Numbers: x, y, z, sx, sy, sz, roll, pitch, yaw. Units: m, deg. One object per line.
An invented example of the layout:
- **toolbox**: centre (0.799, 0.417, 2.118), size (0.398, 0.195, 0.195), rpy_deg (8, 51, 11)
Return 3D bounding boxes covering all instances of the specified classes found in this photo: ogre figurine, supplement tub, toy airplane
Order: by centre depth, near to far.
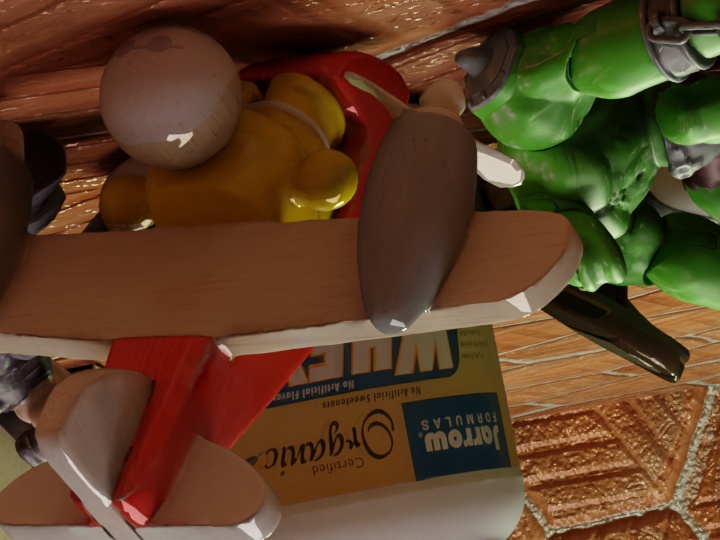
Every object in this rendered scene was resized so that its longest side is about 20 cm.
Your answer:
- **toy airplane**: centre (-0.052, -0.005, 0.933), size (0.199, 0.142, 0.199), rpy_deg (-23, -152, -9)
- **ogre figurine**: centre (0.108, -0.039, 1.067), size (0.119, 0.099, 0.200), rpy_deg (-3, 168, 17)
- **supplement tub**: centre (-0.016, 0.047, 1.154), size (0.144, 0.201, 0.145), rpy_deg (-11, 173, -1)

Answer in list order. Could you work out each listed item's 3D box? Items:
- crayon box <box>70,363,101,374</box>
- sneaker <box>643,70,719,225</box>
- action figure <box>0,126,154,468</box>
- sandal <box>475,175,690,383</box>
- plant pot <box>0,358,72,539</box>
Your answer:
- **crayon box**: centre (-0.169, 0.131, 1.928), size (0.050, 0.128, 0.200), rpy_deg (-11, 172, 1)
- **sneaker**: centre (0.166, -0.060, 1.194), size (0.199, 0.074, 0.080), rpy_deg (-13, 165, -40)
- **action figure**: centre (-0.137, 0.015, 1.120), size (0.069, 0.130, 0.200), rpy_deg (-52, -179, -31)
- **sandal**: centre (0.086, -0.016, 1.215), size (0.081, 0.055, 0.200), rpy_deg (28, -166, -18)
- **plant pot**: centre (-0.226, 0.103, 1.422), size (0.199, 0.202, 0.184), rpy_deg (-12, 163, 5)
